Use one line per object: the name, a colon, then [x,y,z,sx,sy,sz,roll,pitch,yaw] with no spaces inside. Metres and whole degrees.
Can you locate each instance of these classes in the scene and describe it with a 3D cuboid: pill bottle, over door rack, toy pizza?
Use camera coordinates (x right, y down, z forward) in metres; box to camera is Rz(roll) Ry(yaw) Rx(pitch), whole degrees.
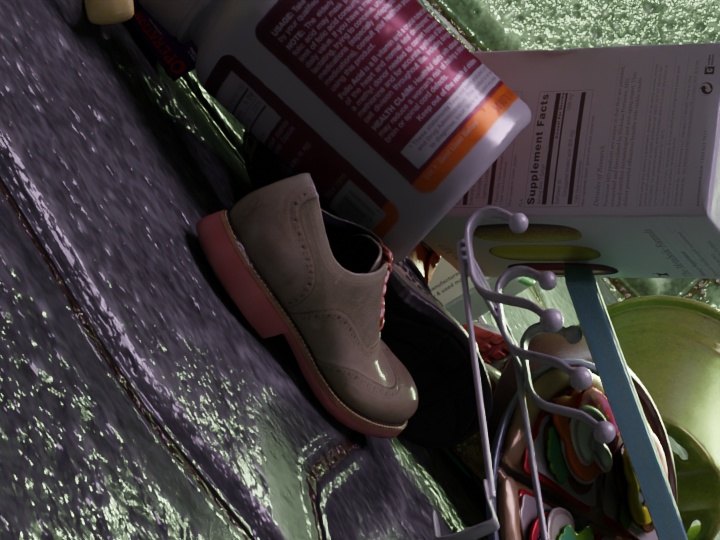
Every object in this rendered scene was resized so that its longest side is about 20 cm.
pill bottle: [-0.016,-0.111,1.312,0.200,0.114,0.114,44,9,0]
over door rack: [0.095,0.086,1.353,0.148,0.066,0.201,59,32,-54]
toy pizza: [0.144,0.152,1.486,0.200,0.032,0.202,16,69,-49]

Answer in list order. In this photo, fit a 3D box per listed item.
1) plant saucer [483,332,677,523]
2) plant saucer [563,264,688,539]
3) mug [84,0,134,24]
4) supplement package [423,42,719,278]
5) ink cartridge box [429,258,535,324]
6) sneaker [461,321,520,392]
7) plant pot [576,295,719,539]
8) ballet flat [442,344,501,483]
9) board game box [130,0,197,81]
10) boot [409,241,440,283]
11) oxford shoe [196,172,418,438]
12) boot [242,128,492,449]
plant saucer: [0.148,0.135,1.546,0.200,0.032,0.202,15,71,-50]
plant saucer: [0.162,0.092,1.461,0.070,0.019,0.201,-70,139,-80]
mug: [-0.157,-0.240,1.269,0.149,0.187,0.153,22,9,-14]
supplement package: [0.137,-0.063,1.473,0.114,0.199,0.110,37,58,-57]
ink cartridge box: [0.033,-0.060,1.752,0.201,0.087,0.145,61,9,9]
sneaker: [0.093,0.095,1.645,0.082,0.078,0.200,56,-2,39]
plant pot: [0.217,0.140,1.838,0.201,0.200,0.184,57,20,-6]
ballet flat: [0.096,0.119,1.555,0.200,0.065,0.071,53,8,-33]
board game box: [-0.137,-0.195,1.466,0.120,0.032,0.200,59,7,-21]
boot: [0.029,-0.027,1.559,0.075,0.107,0.200,56,11,-31]
oxford shoe: [-0.007,0.022,1.280,0.200,0.075,0.071,48,12,-50]
boot: [0.000,0.000,1.428,0.200,0.073,0.151,46,14,-33]
